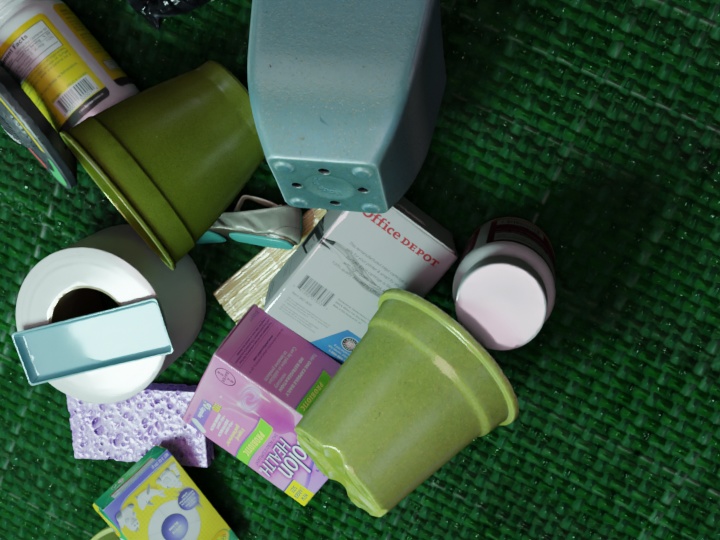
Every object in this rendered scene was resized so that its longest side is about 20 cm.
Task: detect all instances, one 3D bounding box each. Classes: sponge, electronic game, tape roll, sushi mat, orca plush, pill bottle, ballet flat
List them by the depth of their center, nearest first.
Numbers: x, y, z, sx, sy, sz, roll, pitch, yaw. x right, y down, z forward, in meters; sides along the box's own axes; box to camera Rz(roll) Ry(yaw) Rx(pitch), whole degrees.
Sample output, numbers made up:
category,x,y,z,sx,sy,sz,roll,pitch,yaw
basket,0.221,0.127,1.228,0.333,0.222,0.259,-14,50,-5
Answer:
category,x,y,z,sx,sy,sz,roll,pitch,yaw
pill bottle,0.164,0.013,1.086,0.114,0.200,0.115,3,105,11
orca plush,-0.197,-0.361,1.128,0.199,0.071,0.106,-19,100,16
electronic game,-0.414,-0.181,1.166,0.042,0.200,0.200,-42,94,-14
pill bottle,-0.374,-0.256,1.169,0.114,0.114,0.200,-39,94,18
ballet flat,-0.167,-0.064,1.213,0.199,0.067,0.064,4,77,13
tape roll,-0.315,0.052,1.227,0.202,0.139,0.203,3,104,10
sushi mat,-0.092,0.006,1.235,0.200,0.012,0.096,-39,94,18
sponge,-0.304,0.210,1.323,0.199,0.030,0.112,2,106,11

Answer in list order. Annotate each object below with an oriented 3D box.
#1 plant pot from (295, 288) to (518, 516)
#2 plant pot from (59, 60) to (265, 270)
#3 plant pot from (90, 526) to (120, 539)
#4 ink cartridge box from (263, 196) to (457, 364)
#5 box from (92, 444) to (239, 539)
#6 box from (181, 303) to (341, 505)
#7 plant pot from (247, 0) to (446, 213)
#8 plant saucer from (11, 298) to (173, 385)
category,x,y,z,sx,sy,sz,roll,pitch,yaw
plant pot,0.036,0.156,1.040,0.200,0.200,0.184,47,72,-3
plant pot,-0.209,-0.139,1.120,0.193,0.200,0.201,-41,94,-11
plant pot,-0.337,0.482,1.322,0.200,0.184,0.201,3,105,11
ink cartridge box,0.000,0.000,1.163,0.144,0.084,0.200,35,109,-15
box,-0.253,0.349,1.293,0.048,0.117,0.200,2,130,55
box,-0.101,0.172,1.199,0.200,0.097,0.176,35,139,0
plant pot,-0.019,-0.175,1.036,0.196,0.196,0.201,5,69,10
plant saucer,-0.321,0.085,1.155,0.199,0.019,0.070,-13,102,15
